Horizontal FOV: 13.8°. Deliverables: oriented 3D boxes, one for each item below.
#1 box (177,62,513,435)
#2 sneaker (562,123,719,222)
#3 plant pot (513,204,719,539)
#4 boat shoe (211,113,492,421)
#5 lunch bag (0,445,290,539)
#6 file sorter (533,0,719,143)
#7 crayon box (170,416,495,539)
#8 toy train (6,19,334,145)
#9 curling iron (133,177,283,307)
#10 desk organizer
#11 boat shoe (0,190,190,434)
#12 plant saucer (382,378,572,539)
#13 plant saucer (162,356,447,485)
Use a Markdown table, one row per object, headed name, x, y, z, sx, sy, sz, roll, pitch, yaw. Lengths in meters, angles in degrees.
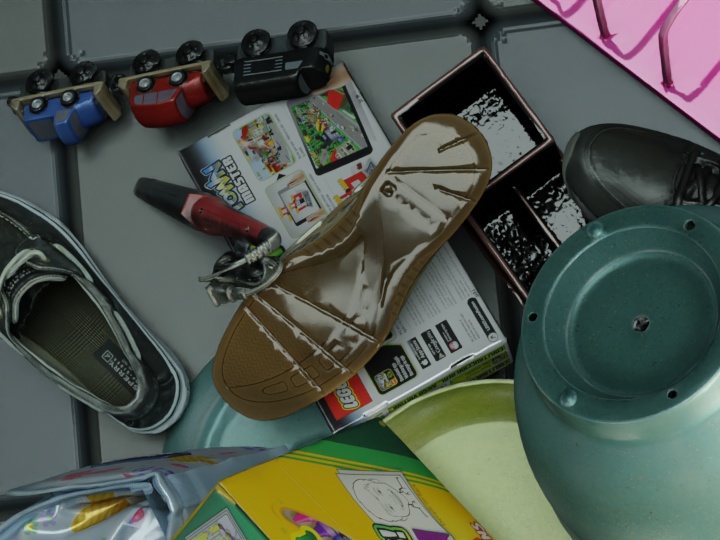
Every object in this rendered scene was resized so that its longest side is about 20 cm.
| name | x | y | z | sx | sy | sz | roll | pitch | yaw |
| --- | --- | --- | --- | --- | --- | --- | --- | --- | --- |
| box | -0.010 | -0.009 | 1.658 | 0.110 | 0.035 | 0.200 | -28 | 66 | -2 |
| sneaker | 0.208 | -0.037 | 1.605 | 0.200 | 0.079 | 0.075 | 21 | 65 | -9 |
| plant pot | 0.158 | 0.048 | 1.483 | 0.200 | 0.134 | 0.200 | -13 | 59 | 23 |
| boat shoe | 0.000 | 0.000 | 1.598 | 0.073 | 0.063 | 0.200 | 44 | 97 | 0 |
| lunch bag | -0.131 | 0.164 | 1.580 | 0.200 | 0.170 | 0.127 | -44 | 77 | 21 |
| file sorter | 0.206 | -0.162 | 1.631 | 0.200 | 0.125 | 0.139 | 39 | 87 | 13 |
| crayon box | 0.022 | 0.177 | 1.497 | 0.200 | 0.173 | 0.058 | 46 | 115 | 14 |
| toy train | -0.110 | -0.103 | 1.697 | 0.200 | 0.034 | 0.046 | -9 | 57 | 17 |
| curling iron | -0.091 | -0.026 | 1.631 | 0.050 | 0.200 | 0.026 | -36 | 117 | -8 |
| desk organizer | 0.103 | -0.022 | 1.646 | 0.072 | 0.077 | 0.200 | -36 | 77 | 1 |
| boat shoe | -0.177 | 0.014 | 1.682 | 0.200 | 0.071 | 0.072 | 38 | 89 | 19 |
| plant saucer | 0.074 | 0.160 | 1.598 | 0.200 | 0.031 | 0.200 | -2 | 80 | 10 |
| plant saucer | -0.019 | 0.116 | 1.663 | 0.200 | 0.036 | 0.200 | -2 | 80 | 9 |
